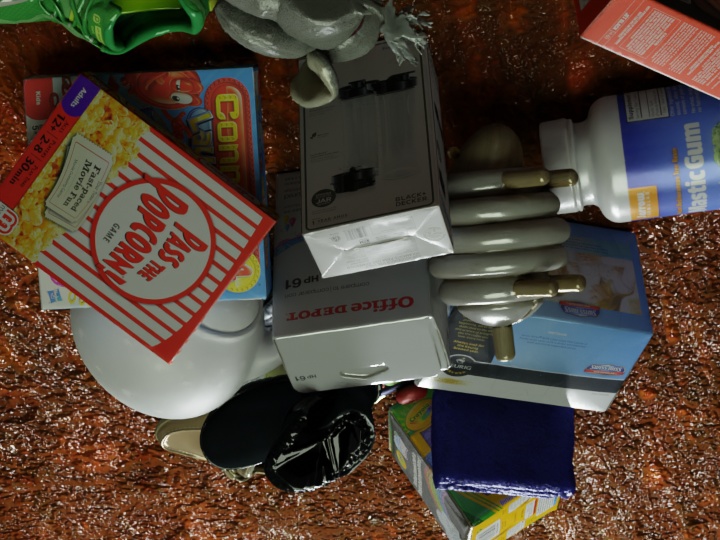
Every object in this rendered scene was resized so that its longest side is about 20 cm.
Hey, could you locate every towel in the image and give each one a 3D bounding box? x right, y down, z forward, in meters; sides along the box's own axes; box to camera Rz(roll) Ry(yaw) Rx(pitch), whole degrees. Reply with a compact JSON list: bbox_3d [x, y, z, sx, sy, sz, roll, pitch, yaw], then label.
[{"bbox_3d":[0.141,0.132,1.577,0.147,0.201,0.050,5,149,-6],"label":"towel"}]

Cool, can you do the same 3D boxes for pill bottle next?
[{"bbox_3d":[0.259,-0.102,1.368,0.199,0.112,0.112,-8,140,10],"label":"pill bottle"}]

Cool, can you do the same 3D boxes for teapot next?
[{"bbox_3d":[-0.165,0.029,1.458,0.199,0.198,0.146,-8,153,-46],"label":"teapot"}]

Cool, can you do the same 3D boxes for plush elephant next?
[{"bbox_3d":[-0.033,-0.217,1.213,0.200,0.165,0.155,41,172,0],"label":"plush elephant"}]

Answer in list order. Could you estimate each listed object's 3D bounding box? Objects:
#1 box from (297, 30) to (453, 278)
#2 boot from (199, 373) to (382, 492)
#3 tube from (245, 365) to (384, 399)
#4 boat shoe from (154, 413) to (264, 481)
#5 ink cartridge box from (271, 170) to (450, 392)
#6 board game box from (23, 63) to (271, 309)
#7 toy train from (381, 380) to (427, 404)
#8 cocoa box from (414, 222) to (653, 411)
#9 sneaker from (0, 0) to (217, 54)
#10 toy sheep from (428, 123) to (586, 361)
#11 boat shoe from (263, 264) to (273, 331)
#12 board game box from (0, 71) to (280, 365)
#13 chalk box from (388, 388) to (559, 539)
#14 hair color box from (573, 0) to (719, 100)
[{"bbox_3d":[0.011,-0.098,1.299,0.116,0.201,0.060,-12,141,10],"label":"box"},{"bbox_3d":[-0.073,0.152,1.443,0.199,0.168,0.077,-23,102,12],"label":"boot"},{"bbox_3d":[-0.075,0.124,1.683,0.199,0.052,0.058,22,176,-30],"label":"tube"},{"bbox_3d":[-0.130,0.197,1.750,0.199,0.065,0.072,7,139,-10],"label":"boat shoe"},{"bbox_3d":[0.000,0.000,1.414,0.144,0.201,0.085,-9,140,9],"label":"ink cartridge box"},{"bbox_3d":[-0.179,-0.072,1.346,0.195,0.056,0.201,-3,98,2],"label":"board game box"},{"bbox_3d":[-0.033,0.112,1.570,0.199,0.085,0.116,-21,167,6],"label":"toy train"},{"bbox_3d":[0.160,0.036,1.513,0.199,0.134,0.131,8,138,-12],"label":"cocoa box"},{"bbox_3d":[-0.212,-0.217,1.241,0.199,0.084,0.074,-2,140,2],"label":"sneaker"},{"bbox_3d":[0.117,-0.023,1.327,0.137,0.201,0.138,-2,179,0],"label":"toy sheep"},{"bbox_3d":[-0.031,0.017,1.532,0.091,0.071,0.200,27,134,-35],"label":"boat shoe"},{"bbox_3d":[-0.190,-0.043,1.298,0.200,0.046,0.152,36,97,-4],"label":"board game box"},{"bbox_3d":[0.109,0.180,1.658,0.123,0.200,0.125,-29,155,-13],"label":"chalk box"},{"bbox_3d":[0.266,-0.202,1.260,0.199,0.102,0.061,19,135,-24],"label":"hair color box"}]
